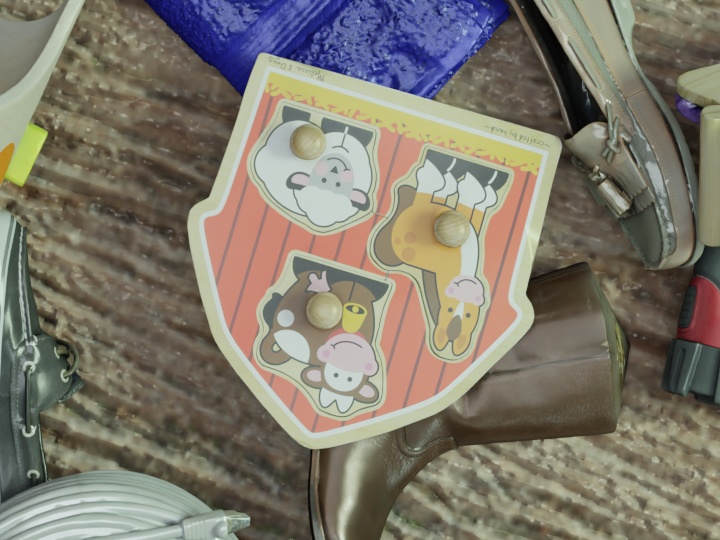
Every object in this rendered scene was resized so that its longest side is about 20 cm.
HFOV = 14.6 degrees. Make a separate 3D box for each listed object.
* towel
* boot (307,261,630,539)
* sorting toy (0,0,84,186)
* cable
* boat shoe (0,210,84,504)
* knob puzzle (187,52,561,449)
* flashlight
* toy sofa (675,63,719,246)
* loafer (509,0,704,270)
[{"bbox_3d":[-0.033,-0.164,1.558,0.148,0.050,0.200,-44,92,1],"label":"towel"},{"bbox_3d":[0.065,0.102,1.567,0.199,0.064,0.188,-11,95,-4],"label":"boot"},{"bbox_3d":[-0.221,-0.104,1.522,0.107,0.199,0.181,44,71,-45],"label":"sorting toy"},{"bbox_3d":[-0.147,0.206,1.540,0.199,0.069,0.201,5,110,-9],"label":"cable"},{"bbox_3d":[-0.186,0.067,1.560,0.066,0.070,0.201,1,93,-8],"label":"boat shoe"},{"bbox_3d":[0.000,0.000,1.525,0.218,0.030,0.221,0,89,-2],"label":"knob puzzle"},{"bbox_3d":[0.223,-0.022,1.559,0.068,0.068,0.201,15,88,31],"label":"flashlight"},{"bbox_3d":[0.266,-0.078,1.511,0.199,0.098,0.083,-23,128,-26],"label":"toy sofa"},{"bbox_3d":[0.127,-0.091,1.544,0.063,0.072,0.201,-16,85,-27],"label":"loafer"}]
